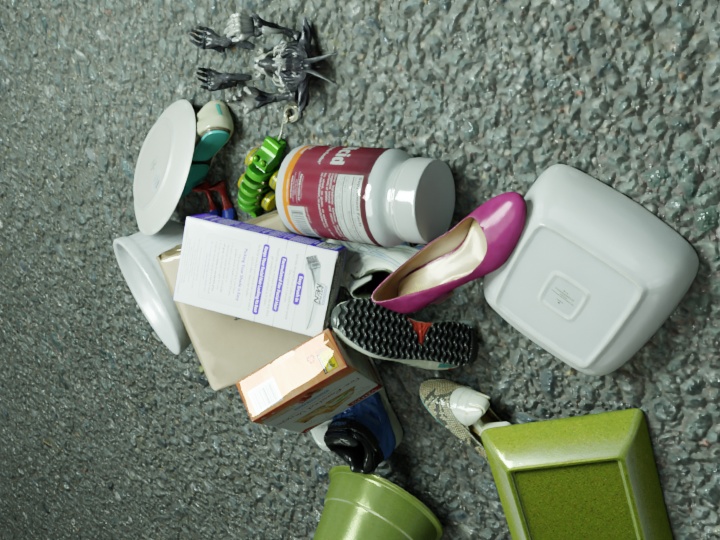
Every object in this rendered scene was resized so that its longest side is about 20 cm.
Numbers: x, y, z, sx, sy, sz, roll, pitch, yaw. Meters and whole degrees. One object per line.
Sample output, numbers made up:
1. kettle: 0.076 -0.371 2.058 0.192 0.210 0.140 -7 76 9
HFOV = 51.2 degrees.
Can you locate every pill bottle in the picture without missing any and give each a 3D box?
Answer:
1. pill bottle: 0.005 -0.090 0.902 0.198 0.114 0.116 9 120 34

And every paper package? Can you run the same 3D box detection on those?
1. paper package: -0.153 0.036 1.047 0.188 0.104 0.202 -19 101 4

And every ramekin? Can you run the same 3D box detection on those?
1. ramekin: -0.294 0.021 1.175 0.200 0.097 0.202 45 152 32

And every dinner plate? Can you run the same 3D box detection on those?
1. dinner plate: -0.290 -0.150 1.077 0.199 0.024 0.203 -22 61 49

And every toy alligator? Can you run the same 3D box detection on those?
1. toy alligator: -0.133 -0.140 1.022 0.059 0.054 0.201 39 132 13

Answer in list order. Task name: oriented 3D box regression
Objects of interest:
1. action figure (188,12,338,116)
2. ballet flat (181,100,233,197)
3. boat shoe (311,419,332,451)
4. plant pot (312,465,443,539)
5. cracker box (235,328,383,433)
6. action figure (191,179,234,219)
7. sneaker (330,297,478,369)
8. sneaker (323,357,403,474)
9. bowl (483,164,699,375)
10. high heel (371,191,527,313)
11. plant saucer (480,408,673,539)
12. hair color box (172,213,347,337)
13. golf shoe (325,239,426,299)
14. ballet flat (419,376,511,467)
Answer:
1. action figure: -0.127 -0.252 0.923 0.198 0.102 0.121 12 110 34
2. ballet flat: -0.244 -0.176 1.092 0.199 0.069 0.070 -36 91 42
3. boat shoe: -0.075 0.208 1.155 0.074 0.086 0.204 15 123 31
4. plant pot: -0.005 0.427 1.113 0.198 0.191 0.201 23 148 16
5. cracker box: -0.058 0.149 0.968 0.133 0.200 0.058 -31 70 5
6. action figure: -0.205 -0.034 1.147 0.065 0.052 0.202 -2 116 34
7. sneaker: 0.046 0.091 0.950 0.197 0.071 0.093 13 157 -20
8. sneaker: -0.018 0.197 1.083 0.076 0.111 0.202 -17 103 38
9. bowl: 0.233 0.014 0.812 0.199 0.075 0.201 36 132 15
10. high heel: 0.095 -0.014 0.818 0.201 0.095 0.068 -54 52 40
11. plant saucer: 0.262 0.279 0.914 0.198 0.048 0.202 -12 108 22
12. hair color box: -0.125 0.004 0.940 0.197 0.065 0.111 14 100 10
13. golf shoe: 0.000 0.000 0.971 0.198 0.097 0.079 1 117 39
14. ballet flat: 0.166 0.205 0.975 0.200 0.068 0.075 45 147 2
